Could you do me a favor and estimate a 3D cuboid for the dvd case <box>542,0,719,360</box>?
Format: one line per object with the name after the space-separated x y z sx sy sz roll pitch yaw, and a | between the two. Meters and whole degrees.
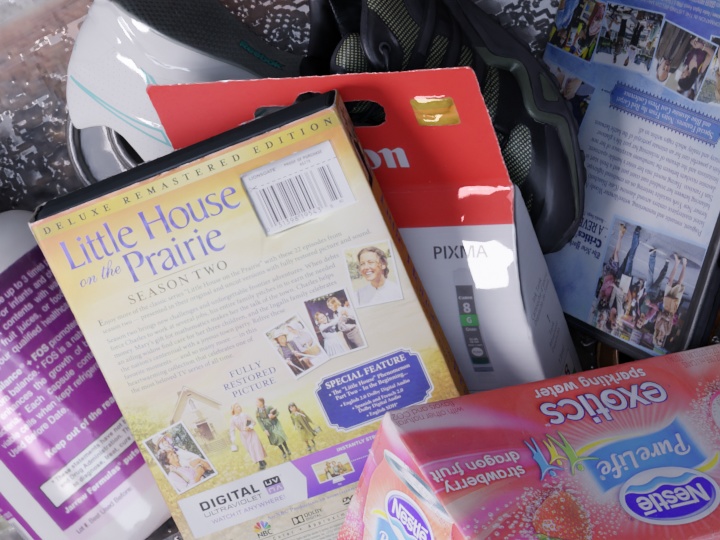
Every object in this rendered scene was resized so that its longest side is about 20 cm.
0.131 -0.066 1.077 0.018 0.143 0.200 8 103 -42 | dvd case

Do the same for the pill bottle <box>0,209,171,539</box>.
-0.162 0.043 1.120 0.112 0.112 0.200 -40 94 10 | pill bottle

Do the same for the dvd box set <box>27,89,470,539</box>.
-0.038 0.037 1.034 0.146 0.029 0.200 -21 109 10 | dvd box set

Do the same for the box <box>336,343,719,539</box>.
0.103 0.109 0.992 0.200 0.103 0.095 -9 137 -29 | box

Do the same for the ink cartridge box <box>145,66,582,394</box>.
0.000 0.000 1.062 0.161 0.050 0.200 -2 137 22 | ink cartridge box

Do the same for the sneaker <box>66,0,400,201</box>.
-0.046 -0.064 1.099 0.200 0.070 0.080 30 121 -1 | sneaker

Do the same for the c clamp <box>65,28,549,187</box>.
-0.035 -0.070 1.138 0.200 0.027 0.171 27 104 -1 | c clamp

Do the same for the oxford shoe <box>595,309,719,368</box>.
0.160 -0.027 1.103 0.071 0.071 0.200 13 98 4 | oxford shoe

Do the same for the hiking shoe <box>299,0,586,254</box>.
0.021 -0.084 1.058 0.101 0.076 0.200 -32 91 -30 | hiking shoe
